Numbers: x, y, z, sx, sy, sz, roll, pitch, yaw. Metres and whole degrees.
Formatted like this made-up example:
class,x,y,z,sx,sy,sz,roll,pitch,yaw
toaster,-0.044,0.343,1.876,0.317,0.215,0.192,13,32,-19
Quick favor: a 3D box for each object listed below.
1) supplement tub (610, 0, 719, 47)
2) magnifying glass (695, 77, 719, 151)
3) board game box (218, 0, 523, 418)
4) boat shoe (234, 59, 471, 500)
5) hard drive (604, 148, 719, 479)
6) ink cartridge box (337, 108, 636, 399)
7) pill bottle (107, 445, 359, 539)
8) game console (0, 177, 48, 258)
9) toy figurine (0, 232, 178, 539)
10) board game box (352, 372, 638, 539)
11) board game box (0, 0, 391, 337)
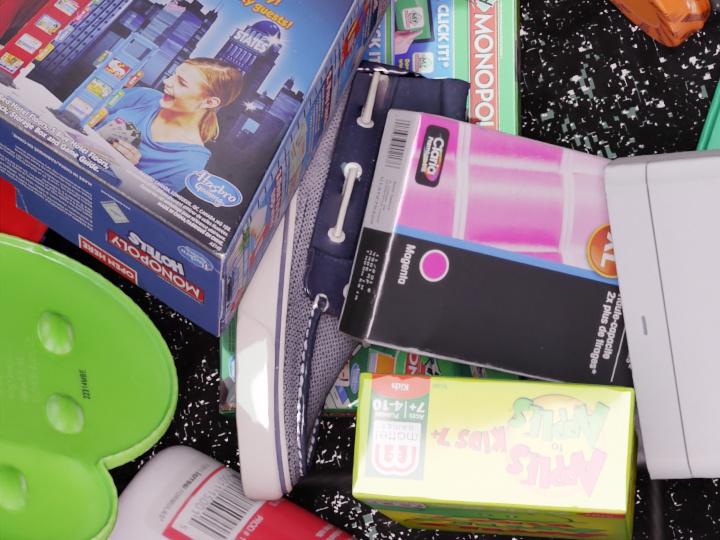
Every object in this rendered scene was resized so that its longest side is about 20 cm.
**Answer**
class,x,y,z,sx,sy,sz,roll,pitch,yaw
supplement tub,0.177,-0.197,1.077,0.200,0.123,0.123,-42,79,-1
magnifying glass,0.158,-0.033,1.106,0.080,0.022,0.200,44,86,11
board game box,0.005,-0.035,1.118,0.134,0.029,0.201,-1,81,6
boat shoe,0.000,0.000,1.050,0.093,0.075,0.200,3,70,4
hard drive,0.199,0.014,0.975,0.200,0.027,0.132,-4,102,27
ink cartridge box,0.094,0.001,1.039,0.200,0.037,0.095,12,91,-26
pill bottle,-0.019,0.166,1.046,0.200,0.112,0.112,28,85,10
game console,-0.156,-0.110,1.137,0.172,0.119,0.200,-29,68,-28
toy figurine,-0.171,0.114,1.041,0.150,0.200,0.184,11,124,-21
board game box,0.059,0.078,1.006,0.101,0.200,0.048,3,81,7
board game box,-0.077,-0.105,1.036,0.200,0.062,0.200,33,60,16
